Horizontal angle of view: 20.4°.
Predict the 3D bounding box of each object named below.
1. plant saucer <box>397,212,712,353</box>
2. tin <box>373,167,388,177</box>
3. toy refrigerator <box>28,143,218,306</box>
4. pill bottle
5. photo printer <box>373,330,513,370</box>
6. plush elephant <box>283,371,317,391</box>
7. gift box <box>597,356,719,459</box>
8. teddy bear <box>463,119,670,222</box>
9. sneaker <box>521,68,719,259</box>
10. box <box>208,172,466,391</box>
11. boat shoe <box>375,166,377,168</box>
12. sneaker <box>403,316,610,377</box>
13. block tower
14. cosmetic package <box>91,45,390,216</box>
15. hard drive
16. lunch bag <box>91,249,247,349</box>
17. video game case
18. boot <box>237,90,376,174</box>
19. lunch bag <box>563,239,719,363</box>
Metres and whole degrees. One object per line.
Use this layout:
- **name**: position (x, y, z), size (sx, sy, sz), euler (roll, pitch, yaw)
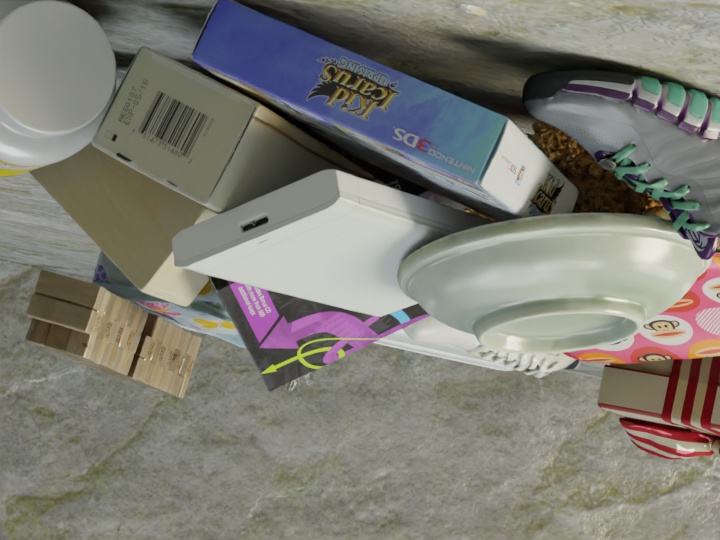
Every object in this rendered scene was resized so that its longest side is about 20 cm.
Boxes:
- **plant saucer**: position (0.123, 0.016, 1.255), size (0.198, 0.051, 0.200), euler (-3, 165, -1)
- **tin**: position (0.038, -0.029, 1.548), size (0.199, 0.042, 0.112), euler (-20, 128, 37)
- **toy refrigerator**: position (-0.176, -0.068, 1.437), size (0.200, 0.076, 0.070), euler (44, -170, 28)
- **pill bottle**: position (-0.221, -0.121, 1.300), size (0.111, 0.112, 0.200), euler (15, 173, -21)
- **photo printer**: position (0.052, 0.000, 1.701), size (0.198, 0.070, 0.167), euler (12, -143, 4)
- **plush elephant**: position (-0.028, 0.006, 1.938), size (0.164, 0.202, 0.155), euler (0, -173, 31)
- **gift box**: position (0.318, 0.069, 1.595), size (0.184, 0.188, 0.199), euler (8, 172, 39)
- **teddy bear**: position (0.148, -0.046, 1.308), size (0.199, 0.067, 0.146), euler (17, 138, 17)
- **sneaker**: position (0.184, -0.057, 1.160), size (0.199, 0.088, 0.074), euler (14, 174, -13)
- **box**: position (0.000, 0.000, 1.443), size (0.199, 0.036, 0.143), euler (-27, 144, -2)
- **boat shoe**: position (0.090, -0.048, 1.579), size (0.199, 0.061, 0.076), euler (13, 174, -8)
- **sneaker**: position (0.127, 0.046, 1.579), size (0.199, 0.081, 0.076), euler (-4, 178, -21)
- **block tower**: position (-0.189, 0.051, 1.537), size (0.057, 0.054, 0.200), euler (15, 172, 21)
- **cosmetic package**: position (-0.072, -0.066, 1.291), size (0.103, 0.073, 0.200), euler (28, -179, 27)
- **hard drive**: position (-0.003, -0.014, 1.256), size (0.131, 0.026, 0.199), euler (-21, 158, 33)
- **lunch bag**: position (-0.110, -0.033, 1.601), size (0.126, 0.171, 0.200), euler (9, 173, 32)
- **video game case**: position (0.020, -0.089, 1.212), size (0.199, 0.046, 0.181), euler (25, 180, 21)
- **boot**: position (-0.072, -0.100, 1.461), size (0.107, 0.075, 0.199), euler (33, -166, 39)
- **lunch bag**: position (0.208, 0.000, 1.457), size (0.199, 0.083, 0.176), euler (-9, 152, 30)
